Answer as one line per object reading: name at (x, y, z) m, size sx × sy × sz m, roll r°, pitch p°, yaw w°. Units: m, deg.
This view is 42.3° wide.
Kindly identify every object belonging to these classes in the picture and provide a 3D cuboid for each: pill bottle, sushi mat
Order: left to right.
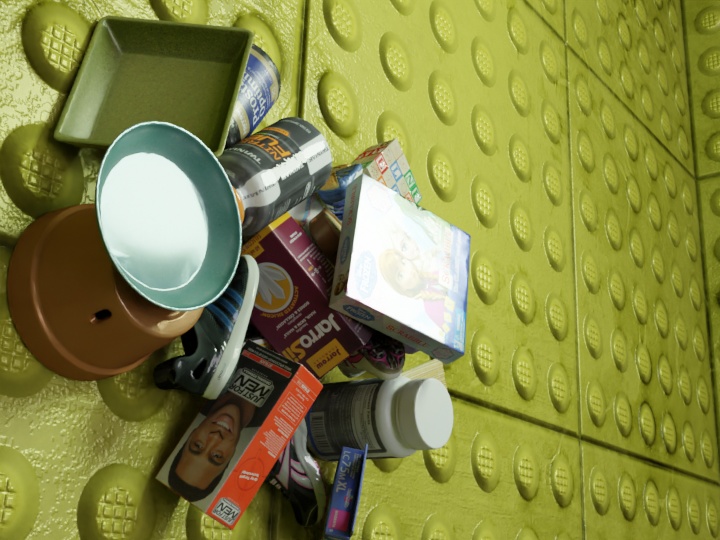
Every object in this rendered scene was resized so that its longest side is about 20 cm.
pill bottle at (-0.191, -0.206, 1.214) m, size 0.112 × 0.111 × 0.201 m, roll 55°, pitch 42°, yaw -28°
pill bottle at (-0.127, -0.111, 1.153) m, size 0.200 × 0.105 × 0.107 m, roll -42°, pitch 114°, yaw -49°
pill bottle at (0.024, 0.209, 1.315) m, size 0.113 × 0.198 × 0.115 m, roll 18°, pitch 67°, yaw -50°
sushi mat at (0.093, 0.213, 1.568) m, size 0.199 × 0.012 × 0.097 m, roll -13°, pitch 93°, yaw -54°

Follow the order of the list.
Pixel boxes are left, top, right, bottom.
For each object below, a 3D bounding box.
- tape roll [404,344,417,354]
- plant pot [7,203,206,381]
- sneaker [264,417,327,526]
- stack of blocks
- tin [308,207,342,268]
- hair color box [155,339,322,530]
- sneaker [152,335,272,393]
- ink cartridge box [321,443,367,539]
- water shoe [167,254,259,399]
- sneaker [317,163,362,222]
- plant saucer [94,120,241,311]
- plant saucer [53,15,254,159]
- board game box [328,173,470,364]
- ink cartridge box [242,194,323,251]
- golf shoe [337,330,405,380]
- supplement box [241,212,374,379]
tape roll at (0.075, 0.020, 1.432) m, size 0.084 × 0.200 × 0.202 m, roll -22°, pitch 100°, yaw -18°
plant pot at (-0.264, 0.014, 1.031) m, size 0.199 × 0.139 × 0.203 m, roll 21°, pitch 63°, yaw -50°
sneaker at (-0.109, 0.257, 1.244) m, size 0.086 × 0.080 × 0.202 m, roll -22°, pitch 109°, yaw -22°
stack of blocks at (0.054, -0.103, 1.564) m, size 0.115 × 0.058 × 0.201 m, roll -48°, pitch 119°, yaw -48°
tin at (0.000, 0.000, 1.300) m, size 0.200 × 0.042 × 0.112 m, roll 50°, pitch 12°, yaw -9°
hair color box at (-0.144, 0.193, 1.114) m, size 0.201 × 0.101 × 0.061 m, roll -58°, pitch 139°, yaw -16°
sneaker at (-0.173, 0.140, 1.176) m, size 0.199 × 0.069 × 0.091 m, roll -11°, pitch 86°, yaw -56°
ink cartridge box at (-0.024, 0.318, 1.258) m, size 0.201 × 0.041 × 0.120 m, roll 105°, pitch -3°, yaw -60°
water shoe at (-0.174, 0.053, 1.106) m, size 0.078 × 0.072 × 0.202 m, roll 21°, pitch 49°, yaw -16°
sneaker at (-0.025, -0.109, 1.381) m, size 0.200 × 0.074 × 0.089 m, roll -93°, pitch 170°, yaw -81°
plant saucer at (-0.207, -0.054, 0.979) m, size 0.199 × 0.036 × 0.202 m, roll 21°, pitch 63°, yaw -49°
plant saucer at (-0.239, -0.210, 1.114) m, size 0.048 × 0.197 × 0.202 m, roll 89°, pitch 9°, yaw -59°
board game box at (0.060, -0.003, 1.252) m, size 0.198 × 0.041 × 0.202 m, roll 26°, pitch 51°, yaw -26°
ink cartridge box at (-0.115, -0.079, 1.318) m, size 0.201 × 0.067 × 0.115 m, roll 59°, pitch 39°, yaw -25°
golf shoe at (0.005, 0.117, 1.330) m, size 0.072 × 0.200 × 0.093 m, roll -7°, pitch 112°, yaw -25°
supplement box at (-0.085, 0.037, 1.229) m, size 0.201 × 0.110 × 0.086 m, roll 51°, pitch 21°, yaw -4°
